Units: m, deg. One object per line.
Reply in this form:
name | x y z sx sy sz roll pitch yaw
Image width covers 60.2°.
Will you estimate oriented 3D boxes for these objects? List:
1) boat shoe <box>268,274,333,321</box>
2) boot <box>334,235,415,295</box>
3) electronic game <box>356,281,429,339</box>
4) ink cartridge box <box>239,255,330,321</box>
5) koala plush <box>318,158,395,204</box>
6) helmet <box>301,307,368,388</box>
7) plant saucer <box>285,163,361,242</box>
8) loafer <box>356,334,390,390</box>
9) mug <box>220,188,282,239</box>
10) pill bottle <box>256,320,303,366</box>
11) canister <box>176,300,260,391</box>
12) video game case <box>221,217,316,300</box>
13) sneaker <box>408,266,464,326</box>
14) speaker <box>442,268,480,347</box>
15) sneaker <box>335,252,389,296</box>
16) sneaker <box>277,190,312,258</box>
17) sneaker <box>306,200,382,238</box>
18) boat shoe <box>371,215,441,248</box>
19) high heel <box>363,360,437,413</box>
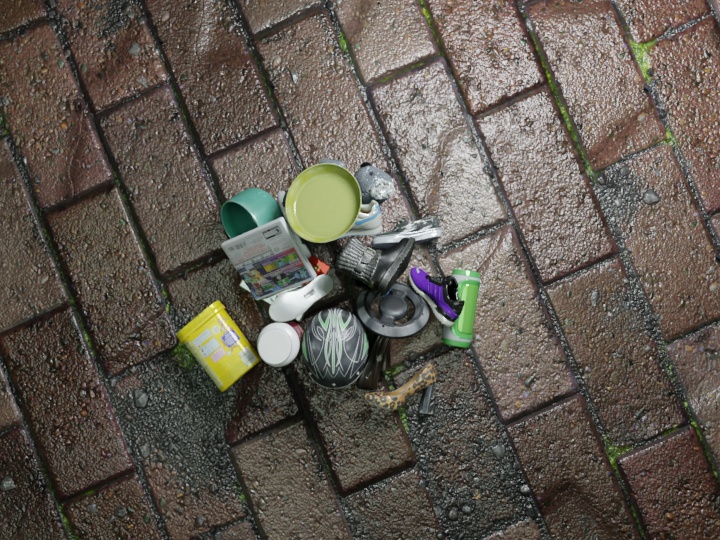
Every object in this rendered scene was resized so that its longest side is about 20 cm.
boat shoe | -0.160 0.079 1.641 0.198 0.064 0.072 -29 88 -28
boot | 0.042 -0.044 1.606 0.156 0.080 0.211 27 46 15
electronic game | 0.086 0.102 1.651 0.196 0.202 0.042 8 134 1
ink cartridge box | -0.208 0.015 1.714 0.198 0.044 0.176 30 91 2
koala plush | -0.003 -0.215 1.660 0.196 0.177 0.188 -8 100 1
helmet | -0.066 0.201 1.631 0.195 0.191 0.205 0 88 1
plant saucer | -0.089 -0.164 1.539 0.196 0.031 0.205 -3 77 13
loafer | 0.053 0.237 1.694 0.070 0.073 0.203 23 99 -2
mug | -0.274 -0.129 1.667 0.114 0.151 0.187 -41 102 -40
pill bottle | -0.209 0.190 1.631 0.110 0.200 0.116 0 89 1
canister | -0.383 0.208 1.693 0.148 0.087 0.201 -38 90 0
video game case | -0.238 -0.027 1.613 0.197 0.023 0.184 -19 114 24
sneaker | 0.211 0.044 1.646 0.201 0.069 0.100 53 123 33
speaker | 0.272 0.102 1.679 0.086 0.088 0.205 9 89 2
sneaker | 0.000 0.001 1.659 0.199 0.082 0.072 38 109 38
sneaker | -0.141 -0.137 1.639 0.112 0.076 0.203 -21 71 -8
sneaker | -0.044 -0.131 1.579 0.196 0.077 0.082 -8 121 -6
boat shoe | 0.123 -0.107 1.702 0.196 0.072 0.072 -10 80 -9
high heel | 0.109 0.304 1.681 0.196 0.071 0.146 10 95 -15
